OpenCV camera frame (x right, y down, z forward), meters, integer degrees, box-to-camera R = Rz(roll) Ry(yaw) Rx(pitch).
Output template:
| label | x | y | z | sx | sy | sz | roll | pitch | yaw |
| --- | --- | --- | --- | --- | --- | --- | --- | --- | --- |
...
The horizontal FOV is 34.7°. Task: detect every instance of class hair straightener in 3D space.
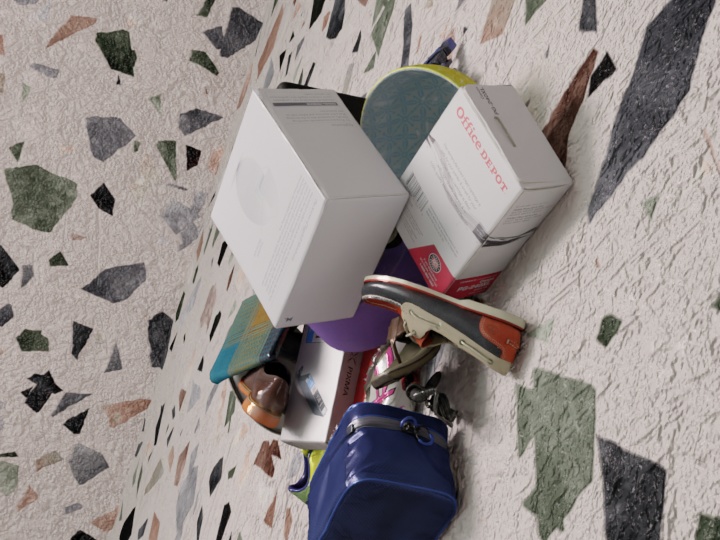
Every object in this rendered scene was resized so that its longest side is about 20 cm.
| label | x | y | z | sx | sy | sz | roll | pitch | yaw |
| --- | --- | --- | --- | --- | --- | --- | --- | --- | --- |
| hair straightener | 0.086 | 0.138 | 1.302 | 0.041 | 0.076 | 0.200 | -56 | 1 | -1 |

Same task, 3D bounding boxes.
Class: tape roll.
| label | x | y | z | sx | sy | sz | roll | pitch | yaw |
| --- | --- | --- | --- | --- | --- | --- | --- | --- | --- |
| tape roll | 0.000 | 0.000 | 1.514 | 0.198 | 0.085 | 0.202 | -23 | 45 | 24 |

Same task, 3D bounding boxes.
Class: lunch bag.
| label | x | y | z | sx | sy | sz | roll | pitch | yaw |
| --- | --- | --- | --- | --- | --- | --- | --- | --- | --- |
| lunch bag | 0.021 | 0.240 | 1.296 | 0.133 | 0.134 | 0.201 | -96 | 28 | -51 |

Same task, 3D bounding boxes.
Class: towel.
| label | x | y | z | sx | sy | sz | roll | pitch | yaw |
| --- | --- | --- | --- | --- | --- | --- | --- | --- | --- |
| towel | -0.143 | 0.084 | 1.639 | 0.199 | 0.022 | 0.148 | -24 | 38 | 55 |

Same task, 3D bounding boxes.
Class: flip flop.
| label | x | y | z | sx | sy | sz | roll | pitch | yaw |
| --- | --- | --- | --- | --- | --- | --- | --- | --- | --- |
| flip flop | 0.066 | 0.065 | 1.324 | 0.200 | 0.058 | 0.081 | -49 | 10 | -37 |

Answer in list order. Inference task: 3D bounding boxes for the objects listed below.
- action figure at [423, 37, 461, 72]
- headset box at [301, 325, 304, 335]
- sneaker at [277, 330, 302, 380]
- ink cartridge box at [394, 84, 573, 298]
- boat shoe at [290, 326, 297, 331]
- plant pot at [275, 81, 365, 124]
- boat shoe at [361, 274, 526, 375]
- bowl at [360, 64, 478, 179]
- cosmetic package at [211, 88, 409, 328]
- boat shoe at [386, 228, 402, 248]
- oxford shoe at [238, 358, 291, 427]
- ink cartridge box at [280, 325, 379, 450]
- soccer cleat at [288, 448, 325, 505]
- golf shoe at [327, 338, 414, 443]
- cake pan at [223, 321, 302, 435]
| label | x | y | z | sx | sy | sz | roll | pitch | yaw |
| --- | --- | --- | --- | --- | --- | --- | --- | --- | --- |
| action figure | 0.098 | -0.233 | 1.632 | 0.201 | 0.105 | 0.193 | -52 | 10 | -35 |
| headset box | -0.015 | 0.011 | 1.726 | 0.149 | 0.076 | 0.203 | 164 | 120 | -70 |
| sneaker | -0.086 | 0.158 | 1.687 | 0.199 | 0.074 | 0.088 | 36 | 125 | 31 |
| ink cartridge box | 0.126 | -0.086 | 1.275 | 0.146 | 0.082 | 0.201 | 62 | 140 | 25 |
| boat shoe | -0.092 | 0.049 | 1.706 | 0.200 | 0.069 | 0.067 | -37 | 59 | 58 |
| plant pot | -0.066 | -0.159 | 1.876 | 0.200 | 0.197 | 0.179 | 126 | 144 | -46 |
| boat shoe | 0.082 | 0.055 | 1.246 | 0.071 | 0.198 | 0.063 | 27 | -99 | -62 |
| bowl | 0.108 | -0.164 | 1.415 | 0.107 | 0.200 | 0.201 | -29 | -19 | -43 |
| cosmetic package | -0.065 | -0.076 | 1.377 | 0.201 | 0.122 | 0.201 | 58 | 138 | 35 |
| boat shoe | -0.004 | -0.077 | 1.466 | 0.074 | 0.063 | 0.201 | -54 | 43 | -3 |
| oxford shoe | -0.123 | 0.158 | 1.608 | 0.074 | 0.071 | 0.200 | -60 | 12 | 4 |
| ink cartridge box | -0.016 | 0.138 | 1.541 | 0.175 | 0.044 | 0.203 | -6 | 66 | 43 |
| soccer cleat | -0.043 | 0.229 | 1.588 | 0.065 | 0.083 | 0.203 | -94 | 22 | -84 |
| golf shoe | 0.043 | 0.166 | 1.444 | 0.091 | 0.072 | 0.202 | 26 | 89 | 31 |
| cake pan | -0.127 | 0.154 | 1.779 | 0.036 | 0.200 | 0.202 | -30 | 41 | 32 |
